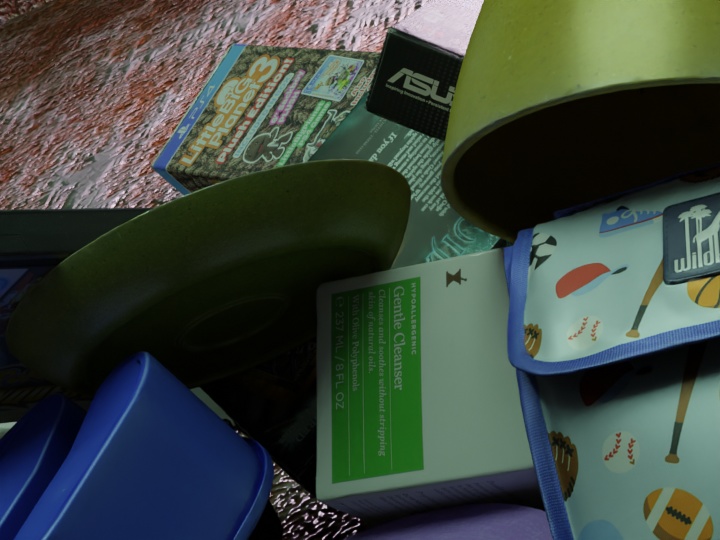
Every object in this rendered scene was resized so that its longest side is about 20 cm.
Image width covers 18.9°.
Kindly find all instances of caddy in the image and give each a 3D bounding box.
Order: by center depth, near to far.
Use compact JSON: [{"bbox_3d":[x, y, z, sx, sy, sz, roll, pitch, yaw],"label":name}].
[{"bbox_3d":[-0.116,0.133,0.926,0.141,0.105,0.200,-24,26,42],"label":"caddy"}]

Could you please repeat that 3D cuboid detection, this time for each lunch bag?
[{"bbox_3d":[0.150,0.052,0.796,0.169,0.201,0.124,-16,-22,18],"label":"lunch bag"}]

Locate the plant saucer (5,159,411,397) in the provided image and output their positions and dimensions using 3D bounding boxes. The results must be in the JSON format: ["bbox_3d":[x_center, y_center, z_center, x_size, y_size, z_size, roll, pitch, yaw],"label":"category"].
[{"bbox_3d":[-0.063,0.013,0.992,0.199,0.031,0.200,-21,-19,-7],"label":"plant saucer"}]

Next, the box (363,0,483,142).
[{"bbox_3d":[0.108,-0.096,1.101,0.160,0.044,0.200,22,23,11],"label":"box"}]

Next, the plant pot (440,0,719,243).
[{"bbox_3d":[0.132,-0.102,0.900,0.199,0.143,0.200,0,-19,0],"label":"plant pot"}]

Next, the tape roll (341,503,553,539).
[{"bbox_3d":[0.013,0.178,0.876,0.199,0.066,0.200,-23,19,9],"label":"tape roll"}]

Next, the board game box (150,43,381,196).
[{"bbox_3d":[0.002,-0.046,1.279,0.200,0.159,0.097,12,65,54],"label":"board game box"}]

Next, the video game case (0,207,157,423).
[{"bbox_3d":[-0.144,0.025,1.019,0.199,0.026,0.181,-2,-28,-45],"label":"video game case"}]

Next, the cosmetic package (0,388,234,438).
[{"bbox_3d":[-0.136,0.073,1.320,0.200,0.081,0.113,-39,22,-33],"label":"cosmetic package"}]

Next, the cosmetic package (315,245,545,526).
[{"bbox_3d":[0.086,0.048,0.950,0.199,0.085,0.108,-13,66,27],"label":"cosmetic package"}]

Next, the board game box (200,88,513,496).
[{"bbox_3d":[0.000,0.000,1.097,0.200,0.028,0.135,-49,51,-1],"label":"board game box"}]

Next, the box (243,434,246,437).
[{"bbox_3d":[-0.016,0.084,1.201,0.041,0.039,0.200,-35,20,-21],"label":"box"}]

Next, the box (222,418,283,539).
[{"bbox_3d":[-0.147,0.168,1.082,0.199,0.079,0.141,-21,23,12],"label":"box"}]
